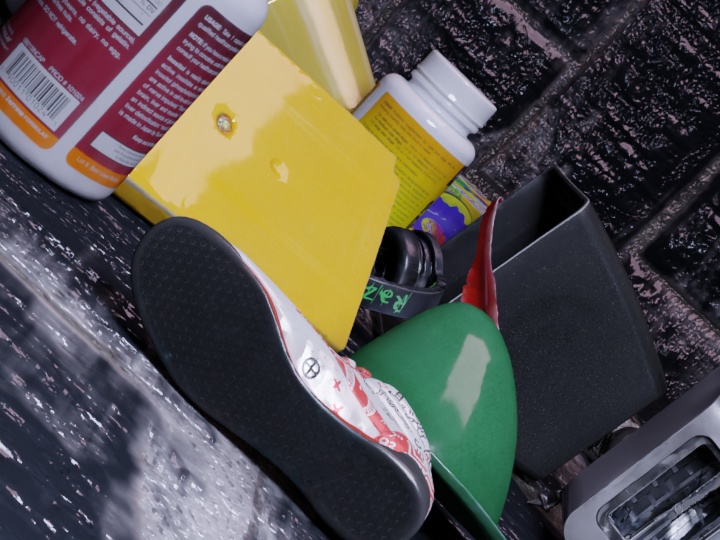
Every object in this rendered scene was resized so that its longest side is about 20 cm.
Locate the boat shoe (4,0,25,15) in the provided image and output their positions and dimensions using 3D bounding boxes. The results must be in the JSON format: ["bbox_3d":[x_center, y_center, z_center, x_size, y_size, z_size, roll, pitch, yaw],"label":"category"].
[{"bbox_3d":[-0.255,-0.238,1.316,0.067,0.072,0.200,12,23,4],"label":"boat shoe"}]

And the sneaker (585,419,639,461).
[{"bbox_3d":[0.264,0.189,1.740,0.087,0.076,0.200,30,0,18],"label":"sneaker"}]

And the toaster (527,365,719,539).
[{"bbox_3d":[0.252,0.194,1.225,0.181,0.200,0.119,52,11,2],"label":"toaster"}]

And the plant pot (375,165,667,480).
[{"bbox_3d":[0.143,0.053,1.400,0.178,0.199,0.200,54,6,-12],"label":"plant pot"}]

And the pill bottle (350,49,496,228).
[{"bbox_3d":[0.025,-0.096,1.475,0.109,0.200,0.109,42,8,-8],"label":"pill bottle"}]

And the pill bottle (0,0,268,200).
[{"bbox_3d":[-0.128,-0.148,0.977,0.113,0.200,0.113,43,8,-7],"label":"pill bottle"}]

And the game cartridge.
[{"bbox_3d":[-0.065,-0.065,1.130,0.200,0.032,0.177,41,48,-26],"label":"game cartridge"}]

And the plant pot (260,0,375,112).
[{"bbox_3d":[-0.075,-0.194,1.584,0.190,0.200,0.201,63,13,15],"label":"plant pot"}]

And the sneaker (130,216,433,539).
[{"bbox_3d":[-0.038,0.056,0.871,0.201,0.067,0.108,48,7,2],"label":"sneaker"}]

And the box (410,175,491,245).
[{"bbox_3d":[0.093,-0.012,1.682,0.200,0.122,0.192,48,10,27],"label":"box"}]

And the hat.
[{"bbox_3d":[0.083,0.044,1.009,0.200,0.176,0.166,45,-8,23],"label":"hat"}]

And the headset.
[{"bbox_3d":[0.000,0.000,1.324,0.123,0.094,0.200,20,17,-6],"label":"headset"}]
